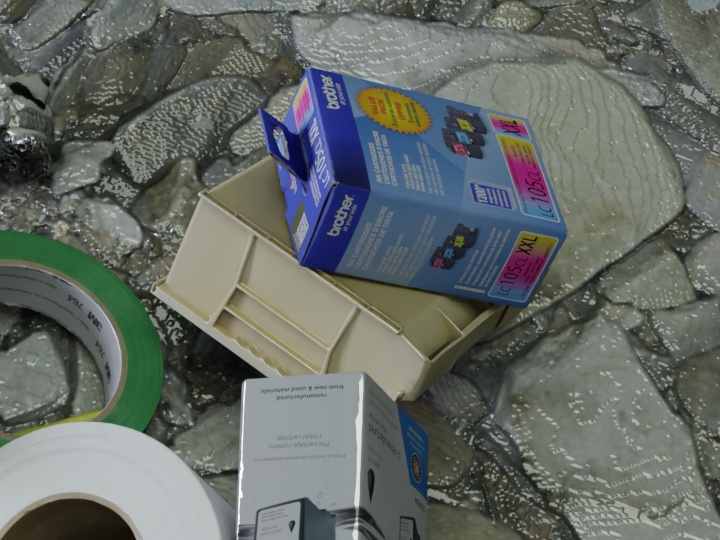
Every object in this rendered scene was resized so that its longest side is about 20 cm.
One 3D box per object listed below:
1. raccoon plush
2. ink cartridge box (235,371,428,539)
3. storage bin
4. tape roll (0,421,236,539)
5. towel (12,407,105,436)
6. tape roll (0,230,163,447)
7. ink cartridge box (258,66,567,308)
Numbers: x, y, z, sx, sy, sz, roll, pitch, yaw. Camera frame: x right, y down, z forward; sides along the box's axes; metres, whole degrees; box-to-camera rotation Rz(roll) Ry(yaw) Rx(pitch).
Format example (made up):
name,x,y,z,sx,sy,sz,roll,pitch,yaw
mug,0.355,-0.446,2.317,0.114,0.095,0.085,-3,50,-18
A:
name,x,y,z,sx,sy,sz,roll,pitch,yaw
raccoon plush,-0.319,-0.088,1.552,0.200,0.097,0.134,-41,82,6
ink cartridge box,-0.016,0.179,1.277,0.086,0.146,0.201,-6,68,16
storage bin,0.000,0.000,1.455,0.198,0.094,0.200,35,35,15
tape roll,-0.158,0.210,1.301,0.202,0.139,0.203,-6,65,13
towel,-0.170,0.187,1.421,0.086,0.018,0.200,-14,61,-19
tape roll,-0.236,0.066,1.432,0.200,0.048,0.201,13,49,-15
ink cartridge box,0.023,-0.058,1.399,0.199,0.076,0.137,10,36,-19
